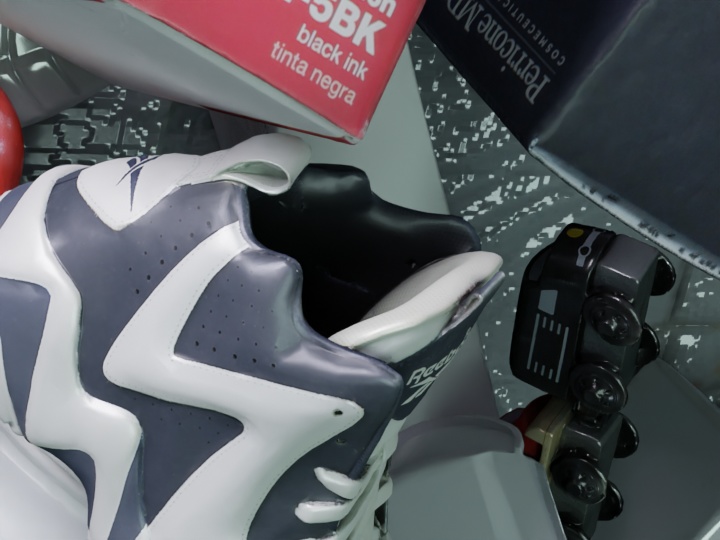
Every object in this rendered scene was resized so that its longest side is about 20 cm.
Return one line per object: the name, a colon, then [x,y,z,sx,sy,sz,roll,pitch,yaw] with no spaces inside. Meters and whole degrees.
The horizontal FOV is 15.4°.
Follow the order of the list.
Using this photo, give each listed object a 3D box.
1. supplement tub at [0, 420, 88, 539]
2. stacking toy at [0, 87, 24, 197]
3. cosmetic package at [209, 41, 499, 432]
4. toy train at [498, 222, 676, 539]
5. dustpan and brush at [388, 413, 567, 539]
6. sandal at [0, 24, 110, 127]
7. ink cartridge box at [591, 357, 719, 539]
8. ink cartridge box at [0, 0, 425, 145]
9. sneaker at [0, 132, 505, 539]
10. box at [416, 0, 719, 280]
supplement tub: [-0.120,0.111,0.813,0.144,0.145,0.200,30,104,-35]
stacking toy: [-0.175,-0.069,0.686,0.200,0.085,0.086,35,102,-20]
cosmetic package: [0.000,0.000,0.840,0.050,0.083,0.201,-23,127,-10]
toy train: [0.056,0.063,0.808,0.034,0.046,0.201,-50,157,-42]
dustpan and brush: [0.011,0.108,0.833,0.057,0.199,0.140,-35,111,-45]
sandal: [-0.157,-0.074,0.747,0.201,0.050,0.083,-11,109,-4]
ink cartridge box: [0.136,0.150,0.992,0.146,0.084,0.200,-47,127,5]
ink cartridge box: [-0.021,-0.145,0.664,0.083,0.147,0.201,28,85,-32]
sneaker: [-0.004,0.048,0.683,0.129,0.080,0.200,-20,106,32]
box: [0.112,-0.121,0.777,0.104,0.148,0.200,29,104,-35]
